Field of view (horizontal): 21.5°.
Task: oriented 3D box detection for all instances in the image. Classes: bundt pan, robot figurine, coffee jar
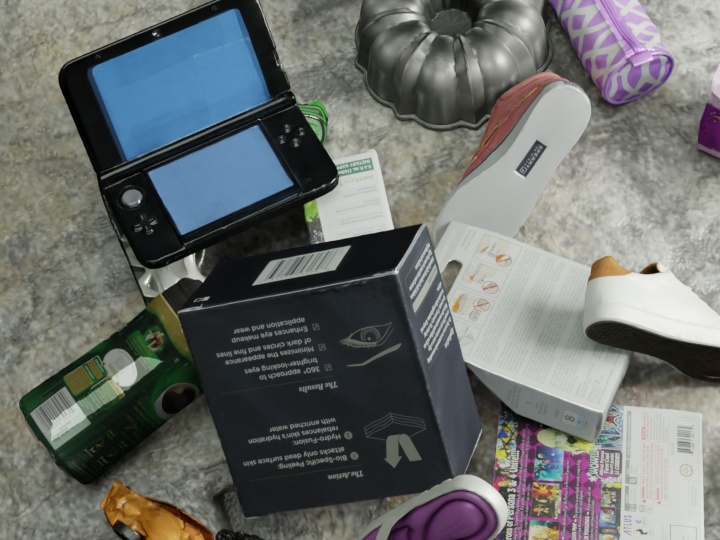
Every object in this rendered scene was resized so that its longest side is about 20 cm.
[{"bbox_3d":[0.089,-0.241,1.848,0.200,0.076,0.203,-2,63,4],"label":"bundt pan"},{"bbox_3d":[-0.156,0.272,1.631,0.199,0.058,0.145,29,71,18],"label":"robot figurine"},{"bbox_3d":[-0.196,0.095,1.681,0.200,0.104,0.085,-37,65,-4],"label":"coffee jar"}]

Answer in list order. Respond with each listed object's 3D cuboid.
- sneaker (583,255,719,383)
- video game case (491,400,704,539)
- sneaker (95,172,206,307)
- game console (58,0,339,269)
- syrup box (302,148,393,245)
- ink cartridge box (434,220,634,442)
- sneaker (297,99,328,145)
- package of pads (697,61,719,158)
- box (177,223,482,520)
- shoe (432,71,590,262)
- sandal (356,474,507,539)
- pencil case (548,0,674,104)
[{"bbox_3d":[0.283,0.038,1.656,0.199,0.073,0.085,21,57,-26],"label":"sneaker"},{"bbox_3d":[0.199,0.191,1.605,0.180,0.036,0.201,3,39,6],"label":"video game case"},{"bbox_3d":[-0.187,-0.040,1.780,0.088,0.074,0.201,-24,74,-6],"label":"sneaker"},{"bbox_3d":[-0.144,-0.127,1.708,0.199,0.117,0.176,-24,53,-10],"label":"game console"},{"bbox_3d":[0.000,0.000,1.735,0.078,0.082,0.201,-13,62,0],"label":"syrup box"},{"bbox_3d":[0.143,0.051,1.686,0.199,0.047,0.160,19,48,12],"label":"ink cartridge box"},{"bbox_3d":[-0.125,-0.150,1.832,0.199,0.078,0.086,20,60,5],"label":"sneaker"},{"bbox_3d":[0.411,-0.126,1.736,0.199,0.121,0.076,25,69,16],"label":"package of pads"},{"bbox_3d":[-0.022,0.085,1.596,0.195,0.201,0.118,-10,19,19],"label":"box"},{"bbox_3d":[0.136,-0.098,1.782,0.071,0.091,0.200,36,98,-15],"label":"shoe"},{"bbox_3d":[0.043,0.233,1.559,0.082,0.203,0.050,39,40,0],"label":"sandal"},{"bbox_3d":[0.230,-0.258,1.837,0.083,0.086,0.201,-21,65,-12],"label":"pencil case"}]
